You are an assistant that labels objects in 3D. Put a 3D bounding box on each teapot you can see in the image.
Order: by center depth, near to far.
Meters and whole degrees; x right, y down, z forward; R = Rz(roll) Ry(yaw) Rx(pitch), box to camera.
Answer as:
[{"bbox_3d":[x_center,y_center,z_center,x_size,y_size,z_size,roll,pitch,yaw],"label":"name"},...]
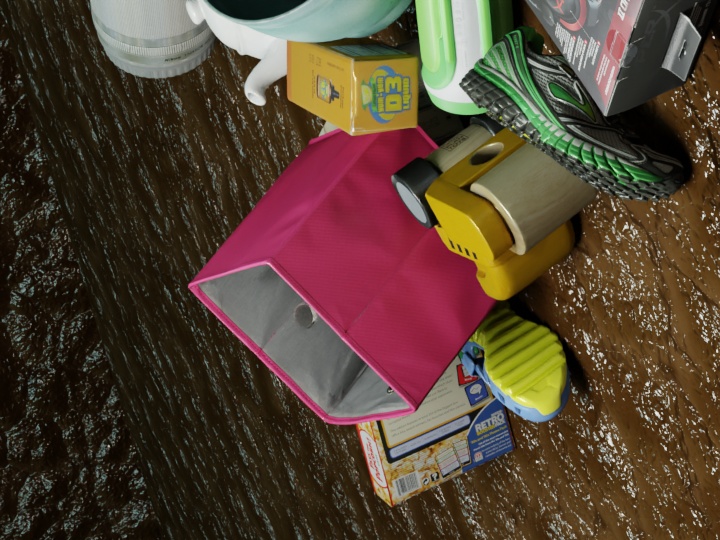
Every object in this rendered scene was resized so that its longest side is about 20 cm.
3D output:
[{"bbox_3d":[-0.109,-0.292,1.869,0.200,0.145,0.198,-130,18,-68],"label":"teapot"}]

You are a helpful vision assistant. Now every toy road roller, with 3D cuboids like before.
[{"bbox_3d":[0.132,-0.046,1.552,0.146,0.123,0.200,58,168,-23],"label":"toy road roller"}]

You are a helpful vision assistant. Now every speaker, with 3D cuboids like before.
[{"bbox_3d":[0.084,-0.230,1.513,0.088,0.088,0.201,48,154,46],"label":"speaker"}]

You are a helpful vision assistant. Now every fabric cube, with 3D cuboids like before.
[{"bbox_3d":[0.000,0.000,1.709,0.200,0.200,0.196,46,156,-14],"label":"fabric cube"}]

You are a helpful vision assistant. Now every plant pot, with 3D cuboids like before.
[{"bbox_3d":[-0.028,-0.276,1.562,0.134,0.200,0.201,28,-159,-50],"label":"plant pot"}]

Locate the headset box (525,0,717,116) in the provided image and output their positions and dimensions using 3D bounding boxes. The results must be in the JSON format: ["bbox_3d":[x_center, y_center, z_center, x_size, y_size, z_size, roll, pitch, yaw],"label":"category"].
[{"bbox_3d":[0.172,-0.217,1.279,0.201,0.075,0.149,59,161,25],"label":"headset box"}]

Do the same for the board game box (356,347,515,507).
[{"bbox_3d":[0.065,0.120,1.890,0.046,0.151,0.201,31,140,62],"label":"board game box"}]

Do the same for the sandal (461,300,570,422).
[{"bbox_3d":[0.144,0.088,1.756,0.200,0.079,0.087,-124,15,-57],"label":"sandal"}]

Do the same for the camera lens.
[{"bbox_3d":[-0.250,-0.352,2.229,0.160,0.159,0.200,56,159,32],"label":"camera lens"}]

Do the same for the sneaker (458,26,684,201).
[{"bbox_3d":[0.168,-0.122,1.408,0.200,0.085,0.078,39,-177,28],"label":"sneaker"}]

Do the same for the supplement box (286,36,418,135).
[{"bbox_3d":[-0.010,-0.170,1.641,0.200,0.068,0.067,-138,47,-68],"label":"supplement box"}]

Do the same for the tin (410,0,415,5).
[{"bbox_3d":[0.008,-0.313,1.710,0.200,0.042,0.112,45,150,52],"label":"tin"}]

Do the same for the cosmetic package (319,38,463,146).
[{"bbox_3d":[0.027,-0.136,1.819,0.104,0.073,0.200,64,161,11],"label":"cosmetic package"}]
